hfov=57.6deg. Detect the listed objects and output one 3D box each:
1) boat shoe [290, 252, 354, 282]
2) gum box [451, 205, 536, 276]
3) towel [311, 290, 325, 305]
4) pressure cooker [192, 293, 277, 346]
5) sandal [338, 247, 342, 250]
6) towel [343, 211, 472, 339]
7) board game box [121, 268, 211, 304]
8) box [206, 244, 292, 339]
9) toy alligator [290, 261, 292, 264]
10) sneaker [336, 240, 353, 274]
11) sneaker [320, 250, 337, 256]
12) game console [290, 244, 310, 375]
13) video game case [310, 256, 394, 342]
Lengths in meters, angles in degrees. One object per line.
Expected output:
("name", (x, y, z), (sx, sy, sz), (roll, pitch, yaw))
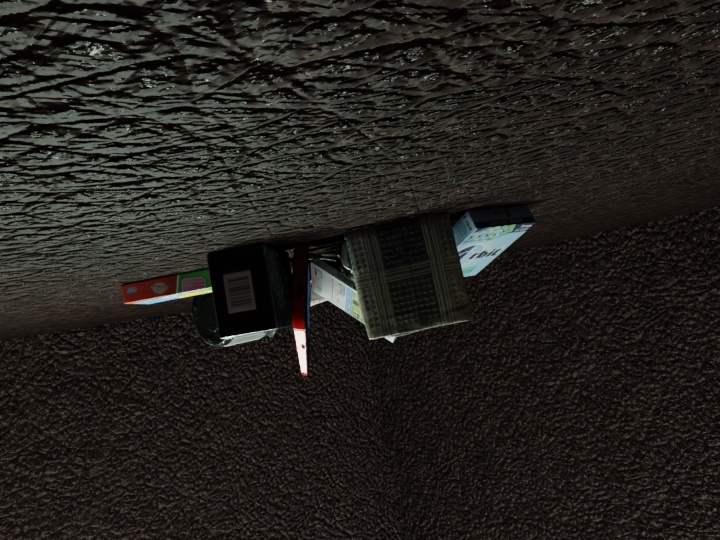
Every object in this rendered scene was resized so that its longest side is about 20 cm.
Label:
("boat shoe", (-0.047, 0.006, 1.367), (0.201, 0.072, 0.061), (7, -168, 16))
("gum box", (0.218, -0.049, 1.286), (0.170, 0.045, 0.200), (-8, 154, -36))
("towel", (-0.187, 0.053, 1.574), (0.191, 0.032, 0.200), (14, -164, 29))
("pressure cooker", (-0.303, 0.100, 1.677), (0.178, 0.176, 0.200), (-15, 176, 40))
("sandal", (0.050, -0.044, 1.344), (0.200, 0.055, 0.082), (-8, 176, -37))
("towel", (0.082, 0.011, 1.137), (0.192, 0.201, 0.035), (-12, -177, 10))
("board game box", (-0.396, 0.036, 1.432), (0.199, 0.040, 0.153), (-11, 177, 1))
("box", (-0.191, 0.040, 1.203), (0.107, 0.149, 0.200), (-10, 177, 5))
("toy alligator", (-0.184, 0.008, 1.516), (0.059, 0.054, 0.200), (-11, 177, 12))
("sneaker", (-0.001, -0.008, 1.246), (0.129, 0.080, 0.199), (8, 142, -30))
("sneaker", (0.000, 0.000, 1.415), (0.200, 0.076, 0.070), (7, -171, 27))
("game console", (-0.106, 0.071, 1.240), (0.031, 0.200, 0.177), (-3, 136, 1))
("video game case", (-0.010, 0.059, 1.266), (0.018, 0.200, 0.143), (-53, 169, -21))
